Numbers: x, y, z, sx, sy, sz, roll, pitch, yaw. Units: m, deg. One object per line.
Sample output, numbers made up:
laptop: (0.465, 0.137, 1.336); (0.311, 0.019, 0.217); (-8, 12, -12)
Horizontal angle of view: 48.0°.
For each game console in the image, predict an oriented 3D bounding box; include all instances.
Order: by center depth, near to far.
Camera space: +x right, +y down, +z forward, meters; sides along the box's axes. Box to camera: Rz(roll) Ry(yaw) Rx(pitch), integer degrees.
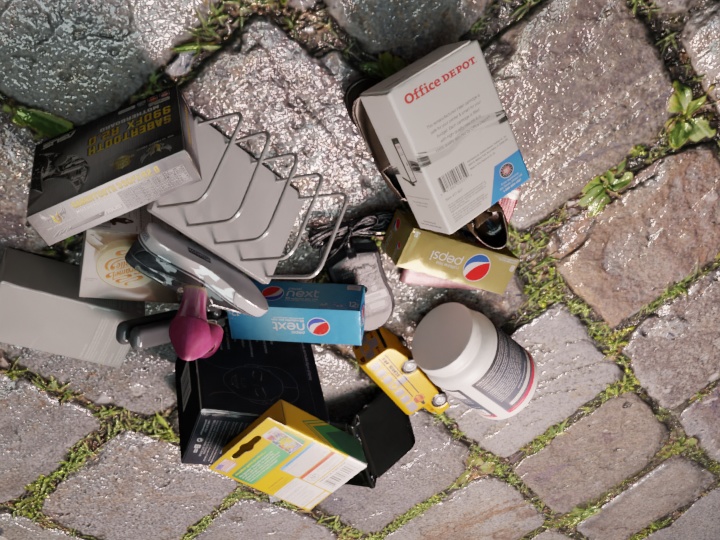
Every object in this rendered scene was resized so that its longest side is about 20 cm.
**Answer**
game console: (-0.007, 0.300, 1.502); (0.175, 0.117, 0.201); (3, 134, 20)

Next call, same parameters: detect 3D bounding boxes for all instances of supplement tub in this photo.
supplement tub: (0.193, 0.153, 1.359); (0.140, 0.141, 0.200); (-40, 129, 17)

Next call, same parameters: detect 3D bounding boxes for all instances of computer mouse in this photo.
computer mouse: (0.000, 0.000, 1.239); (0.138, 0.053, 0.201); (-15, 121, -6)

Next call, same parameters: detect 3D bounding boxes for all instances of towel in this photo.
towel: (0.152, -0.057, 1.254); (0.143, 0.023, 0.201); (5, 125, -18)

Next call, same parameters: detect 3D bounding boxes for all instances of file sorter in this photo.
file sorter: (-0.136, -0.090, 1.031); (0.124, 0.140, 0.200); (-2, 151, 48)

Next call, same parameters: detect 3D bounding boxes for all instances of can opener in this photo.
can opener: (-0.258, 0.060, 1.151); (0.200, 0.053, 0.067); (-12, 115, -59)

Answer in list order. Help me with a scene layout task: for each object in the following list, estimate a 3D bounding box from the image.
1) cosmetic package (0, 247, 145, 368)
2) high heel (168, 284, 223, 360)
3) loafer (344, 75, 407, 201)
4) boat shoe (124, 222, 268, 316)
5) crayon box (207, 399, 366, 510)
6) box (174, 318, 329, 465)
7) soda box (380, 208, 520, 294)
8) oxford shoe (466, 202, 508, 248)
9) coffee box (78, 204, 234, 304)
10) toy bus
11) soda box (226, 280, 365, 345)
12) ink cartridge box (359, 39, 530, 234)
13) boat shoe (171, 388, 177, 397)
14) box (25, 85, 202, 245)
cosmetic package: (-0.414, 0.055, 1.133); (0.199, 0.090, 0.107); (21, 119, -27)
high heel: (-0.216, 0.102, 1.055); (0.067, 0.097, 0.200); (8, 153, -9)
loafer: (0.044, -0.173, 1.090); (0.073, 0.072, 0.200); (-28, 131, 7)
boat shoe: (-0.214, 0.016, 1.061); (0.200, 0.072, 0.068); (33, 109, -31)
crayon box: (-0.104, 0.260, 1.150); (0.126, 0.052, 0.200); (-41, 129, 18)
box: (-0.171, 0.186, 1.236); (0.195, 0.201, 0.124); (9, 127, -23)
soda box: (0.134, -0.026, 1.201); (0.199, 0.068, 0.064); (14, 112, -28)
oxford shoe: (0.159, -0.107, 1.152); (0.073, 0.085, 0.200); (-37, 122, 14)
coffee box: (-0.277, -0.023, 1.111); (0.199, 0.080, 0.115); (6, 126, -21)
toy bus: (0.074, 0.181, 1.387); (0.078, 0.065, 0.200); (-36, 126, 5)
soda box: (-0.094, 0.062, 1.206); (0.198, 0.064, 0.068); (3, 127, 7)
ink cartridge box: (0.111, -0.172, 1.039); (0.146, 0.084, 0.201); (-33, 112, -18)
boat shoe: (-0.225, 0.229, 1.358); (0.199, 0.072, 0.068); (32, 78, -28)
box: (-0.294, -0.129, 0.967); (0.199, 0.159, 0.048); (-22, 131, 3)
